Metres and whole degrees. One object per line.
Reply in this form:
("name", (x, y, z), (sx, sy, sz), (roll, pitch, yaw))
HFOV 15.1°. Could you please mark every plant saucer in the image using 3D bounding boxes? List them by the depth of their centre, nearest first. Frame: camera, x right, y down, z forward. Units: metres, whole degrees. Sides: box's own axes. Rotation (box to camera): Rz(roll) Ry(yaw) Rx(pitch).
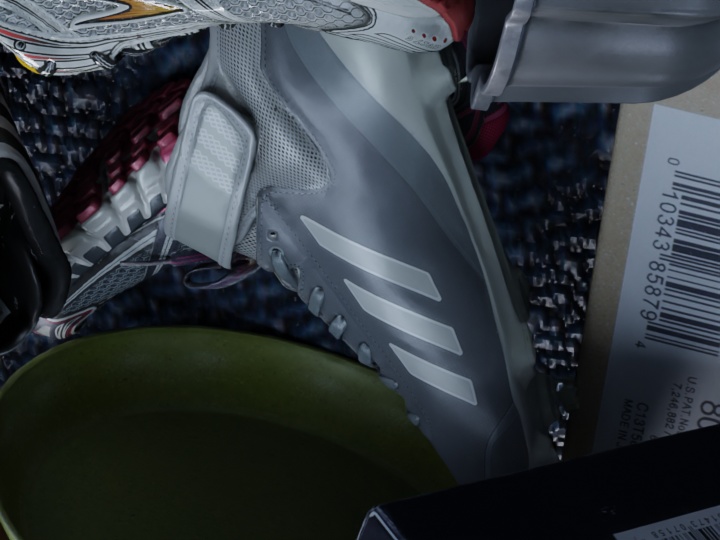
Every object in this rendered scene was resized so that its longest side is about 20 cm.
("plant saucer", (-0.030, 0.086, 0.897), (0.199, 0.200, 0.031), (21, 118, 5))

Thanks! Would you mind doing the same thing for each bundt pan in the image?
("bundt pan", (0.083, -0.138, 0.730), (0.075, 0.202, 0.203), (9, 125, -2))

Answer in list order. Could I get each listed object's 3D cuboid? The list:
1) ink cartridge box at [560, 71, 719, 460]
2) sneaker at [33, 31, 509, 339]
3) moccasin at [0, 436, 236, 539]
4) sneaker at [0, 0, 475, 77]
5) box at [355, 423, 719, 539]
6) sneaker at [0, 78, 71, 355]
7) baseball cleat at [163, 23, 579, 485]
("ink cartridge box", (0.157, 0.008, 0.865), (0.164, 0.075, 0.201), (13, 124, 11))
("sneaker", (-0.042, -0.026, 0.906), (0.200, 0.081, 0.075), (-32, 110, 31))
("moccasin", (-0.074, 0.105, 0.936), (0.078, 0.201, 0.074), (46, 118, 27))
("sneaker", (-0.062, -0.095, 0.783), (0.199, 0.078, 0.083), (15, 121, 12))
("box", (0.071, 0.150, 0.800), (0.104, 0.199, 0.183), (49, 130, 31))
("sneaker", (-0.155, -0.011, 0.900), (0.116, 0.075, 0.201), (67, 154, 15))
("baseball cleat", (0.000, 0.000, 0.841), (0.106, 0.070, 0.201), (-15, 101, 8))
